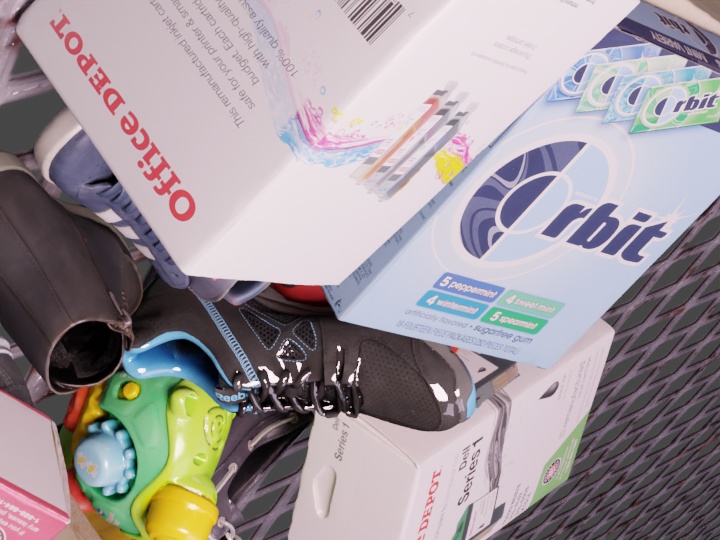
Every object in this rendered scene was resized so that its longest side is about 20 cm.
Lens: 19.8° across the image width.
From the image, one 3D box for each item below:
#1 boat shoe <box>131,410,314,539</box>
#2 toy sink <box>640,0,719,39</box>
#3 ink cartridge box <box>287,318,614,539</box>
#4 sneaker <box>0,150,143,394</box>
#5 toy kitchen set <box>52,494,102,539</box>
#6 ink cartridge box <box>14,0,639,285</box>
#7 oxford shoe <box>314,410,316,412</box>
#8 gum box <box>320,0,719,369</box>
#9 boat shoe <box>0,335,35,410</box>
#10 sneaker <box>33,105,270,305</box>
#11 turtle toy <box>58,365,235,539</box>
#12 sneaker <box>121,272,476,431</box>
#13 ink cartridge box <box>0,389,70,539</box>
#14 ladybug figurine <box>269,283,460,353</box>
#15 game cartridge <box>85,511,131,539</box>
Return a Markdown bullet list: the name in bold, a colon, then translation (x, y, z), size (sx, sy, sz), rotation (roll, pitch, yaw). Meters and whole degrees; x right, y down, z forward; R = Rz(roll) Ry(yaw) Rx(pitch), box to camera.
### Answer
- **boat shoe**: translation (-0.097, 0.152, 1.331), size (0.201, 0.062, 0.073), rotation (-58, 177, -26)
- **toy sink**: translation (0.092, -0.129, 1.049), size (0.130, 0.112, 0.199), rotation (-45, 143, 21)
- **ink cartridge box**: translation (0.058, 0.109, 1.316), size (0.199, 0.084, 0.147), rotation (-31, 146, -39)
- **sneaker**: translation (-0.145, 0.022, 1.027), size (0.075, 0.107, 0.200), rotation (-37, 160, 3)
- **toy kitchen set**: translation (-0.214, 0.213, 1.184), size (0.163, 0.181, 0.200), rotation (-34, 149, -12)
- **ink cartridge box**: translation (-0.015, -0.110, 0.889), size (0.200, 0.146, 0.144), rotation (-42, 160, 19)
- **oxford shoe**: translation (-0.006, 0.081, 1.349), size (0.070, 0.075, 0.200), rotation (-15, 142, 23)
- **gum box**: translation (0.098, -0.042, 1.023), size (0.169, 0.045, 0.200), rotation (14, 127, -45)
- **boat shoe**: translation (-0.262, 0.109, 1.099), size (0.200, 0.057, 0.069), rotation (-38, 161, 3)
- **sneaker**: translation (-0.091, -0.032, 1.026), size (0.075, 0.085, 0.200), rotation (-39, 160, 7)
- **turtle toy**: translation (-0.127, 0.100, 1.221), size (0.200, 0.100, 0.147), rotation (125, -15, -66)
- **sneaker**: translation (-0.035, 0.055, 1.113), size (0.074, 0.199, 0.082), rotation (89, 26, -43)
- **ink cartridge box**: translation (-0.264, 0.131, 1.023), size (0.200, 0.083, 0.146), rotation (-43, 128, 17)
- **ladybug figurine**: translation (0.000, 0.000, 1.160), size (0.072, 0.135, 0.201), rotation (-63, 158, -46)
- **game cartridge**: translation (-0.204, 0.174, 1.391), size (0.176, 0.033, 0.201), rotation (-22, 153, -35)
